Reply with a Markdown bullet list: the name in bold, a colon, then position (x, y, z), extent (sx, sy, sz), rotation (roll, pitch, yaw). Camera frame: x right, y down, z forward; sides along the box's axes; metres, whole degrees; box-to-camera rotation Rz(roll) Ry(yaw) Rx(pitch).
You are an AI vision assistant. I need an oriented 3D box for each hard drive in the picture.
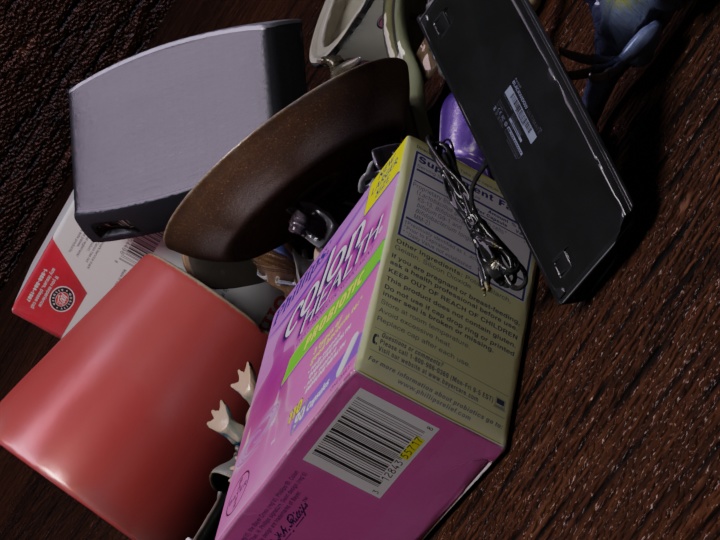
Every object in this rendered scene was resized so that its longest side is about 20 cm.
- **hard drive**: position (-0.128, -0.103, 1.826), extent (0.199, 0.042, 0.136), rotation (-15, 70, 31)

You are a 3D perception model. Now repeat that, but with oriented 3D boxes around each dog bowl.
- **dog bowl**: position (0.037, -0.237, 2.017), extent (0.201, 0.073, 0.200), rotation (-58, 14, 23)

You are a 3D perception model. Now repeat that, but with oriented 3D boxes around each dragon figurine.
- **dragon figurine**: position (-0.033, 0.117, 1.595), extent (0.059, 0.099, 0.200), rotation (-58, 32, 13)

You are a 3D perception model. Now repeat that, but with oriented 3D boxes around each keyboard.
- **keyboard**: position (0.080, -0.068, 1.365), extent (0.127, 0.020, 0.201), rotation (-51, 52, 42)

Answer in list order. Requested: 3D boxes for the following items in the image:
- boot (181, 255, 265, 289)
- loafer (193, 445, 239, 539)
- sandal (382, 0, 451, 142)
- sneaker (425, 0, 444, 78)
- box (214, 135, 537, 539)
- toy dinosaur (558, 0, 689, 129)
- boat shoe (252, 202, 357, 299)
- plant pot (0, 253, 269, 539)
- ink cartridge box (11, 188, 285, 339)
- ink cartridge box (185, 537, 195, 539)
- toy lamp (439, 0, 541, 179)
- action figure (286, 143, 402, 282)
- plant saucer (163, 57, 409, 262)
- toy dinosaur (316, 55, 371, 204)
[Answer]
- **boot**: position (-0.075, -0.040, 1.908), extent (0.075, 0.074, 0.200), rotation (-6, 22, 44)
- **loafer**: position (-0.079, 0.156, 1.691), extent (0.072, 0.063, 0.201), rotation (-44, 23, 56)
- **sandal**: position (0.051, -0.133, 1.788), extent (0.080, 0.057, 0.202), rotation (75, -173, -49)
- **sneaker**: position (0.102, -0.218, 1.751), extent (0.074, 0.079, 0.202), rotation (10, 82, 31)
- **box**: position (0.012, 0.060, 1.445), extent (0.176, 0.096, 0.201), rotation (-52, 16, 41)
- **toy dinosaur**: position (0.157, -0.136, 1.380), extent (0.182, 0.198, 0.106), rotation (83, 177, -49)
- **boat shoe**: position (-0.022, -0.005, 1.771), extent (0.072, 0.073, 0.200), rotation (-24, 25, -19)
- **plant pot**: position (-0.150, 0.098, 1.850), extent (0.178, 0.200, 0.200), rotation (-55, 12, -6)
- **ink cartridge box**: position (-0.147, 0.008, 1.969), extent (0.145, 0.199, 0.084), rotation (-56, 10, 25)
- **ink cartridge box**: position (-0.104, 0.273, 1.501), extent (0.201, 0.083, 0.145), rotation (-63, 12, -3)
- **toy lamp**: position (0.094, -0.139, 1.624), extent (0.058, 0.058, 0.201), rotation (-44, 21, 56)
- **action figure**: position (0.000, 0.000, 1.610), extent (0.200, 0.069, 0.131), rotation (-48, 63, 46)
- **plant saucer**: position (-0.039, -0.063, 1.670), extent (0.200, 0.037, 0.200), rotation (-37, -11, -8)
- **toy dinosaur**: position (-0.001, -0.096, 1.813), extent (0.077, 0.103, 0.200), rotation (-21, -17, -28)
